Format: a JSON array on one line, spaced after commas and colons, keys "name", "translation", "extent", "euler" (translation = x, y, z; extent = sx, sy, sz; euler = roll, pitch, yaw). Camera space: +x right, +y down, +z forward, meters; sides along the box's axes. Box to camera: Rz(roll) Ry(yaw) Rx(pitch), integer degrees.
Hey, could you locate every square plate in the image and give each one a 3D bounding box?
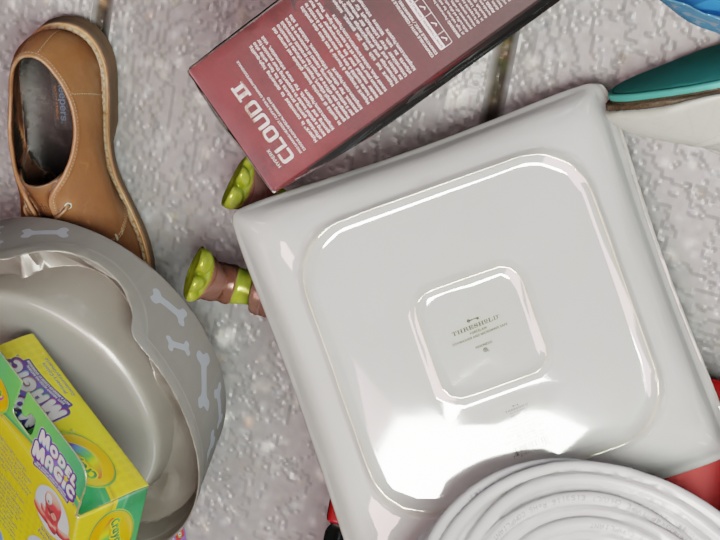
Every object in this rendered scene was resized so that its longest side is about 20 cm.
[{"name": "square plate", "translation": [0.061, 0.030, 1.118], "extent": [0.199, 0.028, 0.199], "euler": [-20, 87, 0]}]

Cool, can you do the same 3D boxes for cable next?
[{"name": "cable", "translation": [0.106, 0.183, 1.040], "extent": [0.199, 0.200, 0.069], "euler": [26, 143, -2]}]

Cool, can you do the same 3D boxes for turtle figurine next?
[{"name": "turtle figurine", "translation": [0.000, 0.000, 1.176], "extent": [0.161, 0.064, 0.200], "euler": [25, 112, -7]}]

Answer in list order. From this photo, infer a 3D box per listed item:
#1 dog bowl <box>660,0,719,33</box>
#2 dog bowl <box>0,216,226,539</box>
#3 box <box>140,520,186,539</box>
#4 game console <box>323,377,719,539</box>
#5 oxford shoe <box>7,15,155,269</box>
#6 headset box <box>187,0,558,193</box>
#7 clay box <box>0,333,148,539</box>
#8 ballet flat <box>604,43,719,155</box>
[{"name": "dog bowl", "translation": [0.211, -0.148, 1.042], "extent": [0.200, 0.050, 0.112], "euler": [23, 80, 28]}, {"name": "dog bowl", "translation": [-0.161, 0.059, 1.211], "extent": [0.199, 0.059, 0.201], "euler": [16, 130, 19]}, {"name": "box", "translation": [-0.156, 0.235, 1.304], "extent": [0.136, 0.039, 0.201], "euler": [-5, 102, 18]}, {"name": "game console", "translation": [0.083, 0.136, 1.182], "extent": [0.199, 0.119, 0.173], "euler": [10, 145, 2]}, {"name": "oxford shoe", "translation": [-0.160, -0.031, 1.220], "extent": [0.071, 0.071, 0.201], "euler": [-5, 106, 17]}, {"name": "headset box", "translation": [0.020, -0.122, 1.094], "extent": [0.200, 0.149, 0.077], "euler": [-36, 90, 22]}, {"name": "clay box", "translation": [-0.165, 0.124, 1.162], "extent": [0.115, 0.048, 0.200], "euler": [48, 140, 29]}, {"name": "ballet flat", "translation": [0.217, -0.088, 1.087], "extent": [0.199, 0.069, 0.070], "euler": [-20, 97, 18]}]
